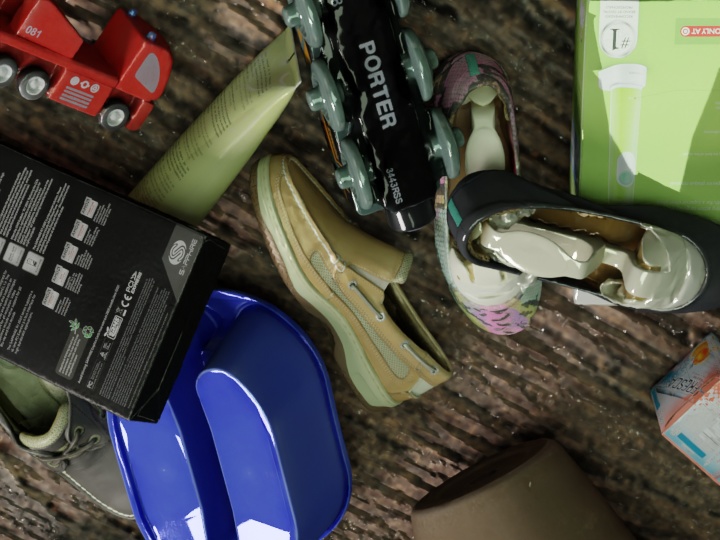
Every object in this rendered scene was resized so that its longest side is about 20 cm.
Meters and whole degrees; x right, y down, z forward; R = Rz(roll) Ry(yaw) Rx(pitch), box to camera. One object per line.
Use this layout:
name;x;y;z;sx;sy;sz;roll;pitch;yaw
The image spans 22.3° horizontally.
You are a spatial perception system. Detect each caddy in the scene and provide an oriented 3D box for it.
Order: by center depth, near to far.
caddy;-0.084;0.112;1.231;0.140;0.105;0.202;0;115;27

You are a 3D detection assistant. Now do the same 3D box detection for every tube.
tube;-0.101;-0.067;1.174;0.200;0.052;0.058;-49;69;21

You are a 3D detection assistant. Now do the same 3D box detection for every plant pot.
plant pot;0.118;0.217;1.239;0.199;0.200;0.176;-27;92;12

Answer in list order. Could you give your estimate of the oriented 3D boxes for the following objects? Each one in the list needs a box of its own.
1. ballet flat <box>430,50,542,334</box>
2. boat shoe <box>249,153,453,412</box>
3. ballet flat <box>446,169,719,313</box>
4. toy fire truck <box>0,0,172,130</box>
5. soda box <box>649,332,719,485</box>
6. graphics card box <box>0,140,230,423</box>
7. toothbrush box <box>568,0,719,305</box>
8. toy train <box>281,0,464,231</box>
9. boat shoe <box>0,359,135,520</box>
ballet flat;0.080;-0.040;1.179;0.068;0.071;0.202;-7;113;3
boat shoe;0.000;0.000;1.196;0.075;0.072;0.201;-19;122;22
ballet flat;0.146;-0.008;1.104;0.198;0.073;0.074;15;112;-2
toy fire truck;-0.178;-0.173;1.092;0.199;0.049;0.142;19;113;-45
soda box;0.290;0.136;1.249;0.200;0.069;0.064;41;108;-14
graphics card box;-0.194;0.001;1.152;0.198;0.051;0.127;22;89;20
toothbrush box;0.206;-0.085;1.150;0.144;0.086;0.202;0;112;2
toy train;0.000;-0.124;1.122;0.084;0.114;0.202;-21;110;-8
boat shoe;-0.210;0.101;1.245;0.071;0.066;0.201;-33;107;15
